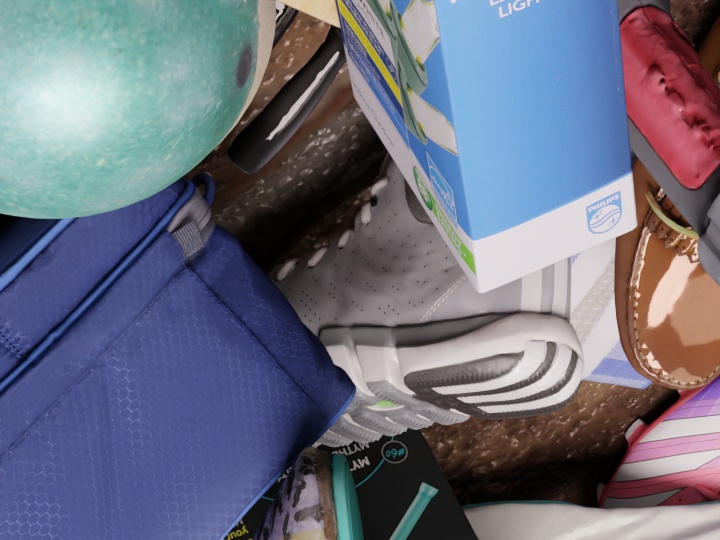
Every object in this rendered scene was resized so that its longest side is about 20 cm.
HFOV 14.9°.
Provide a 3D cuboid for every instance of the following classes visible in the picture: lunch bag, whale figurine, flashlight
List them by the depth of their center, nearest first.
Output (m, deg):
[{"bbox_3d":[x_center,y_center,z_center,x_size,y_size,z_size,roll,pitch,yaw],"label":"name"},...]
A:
[{"bbox_3d":[-0.095,-0.107,0.788,0.104,0.159,0.200,-54,150,-56],"label":"whale figurine"},{"bbox_3d":[-0.110,0.044,0.901,0.132,0.136,0.200,48,67,-14],"label":"lunch bag"},{"bbox_3d":[0.106,-0.065,0.922,0.068,0.200,0.068,-45,139,14],"label":"flashlight"}]

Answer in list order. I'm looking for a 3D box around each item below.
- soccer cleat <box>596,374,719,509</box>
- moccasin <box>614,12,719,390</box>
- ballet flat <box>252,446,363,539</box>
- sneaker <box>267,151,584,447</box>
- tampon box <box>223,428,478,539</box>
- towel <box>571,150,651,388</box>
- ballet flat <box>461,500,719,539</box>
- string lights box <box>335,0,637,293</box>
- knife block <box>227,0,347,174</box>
[{"bbox_3d":[0.182,0.074,1.224,0.067,0.076,0.200,21,117,-46],"label":"soccer cleat"},{"bbox_3d":[0.155,-0.044,1.036,0.074,0.078,0.201,24,104,-18],"label":"moccasin"},{"bbox_3d":[-0.019,0.143,0.903,0.072,0.072,0.200,-23,129,-12],"label":"ballet flat"},{"bbox_3d":[0.000,0.000,1.018,0.200,0.116,0.075,-7,158,35],"label":"sneaker"},{"bbox_3d":[-0.020,0.167,1.075,0.150,0.200,0.126,-19,148,-16],"label":"tampon box"},{"bbox_3d":[0.086,-0.010,1.112,0.200,0.024,0.147,9,127,-41],"label":"towel"},{"bbox_3d":[0.106,0.136,1.200,0.200,0.069,0.069,-2,137,-3],"label":"ballet flat"},{"bbox_3d":[0.029,-0.100,0.806,0.059,0.103,0.200,-23,140,-9],"label":"string lights box"},{"bbox_3d":[0.002,-0.120,0.902,0.200,0.064,0.176,-20,141,-16],"label":"knife block"}]
